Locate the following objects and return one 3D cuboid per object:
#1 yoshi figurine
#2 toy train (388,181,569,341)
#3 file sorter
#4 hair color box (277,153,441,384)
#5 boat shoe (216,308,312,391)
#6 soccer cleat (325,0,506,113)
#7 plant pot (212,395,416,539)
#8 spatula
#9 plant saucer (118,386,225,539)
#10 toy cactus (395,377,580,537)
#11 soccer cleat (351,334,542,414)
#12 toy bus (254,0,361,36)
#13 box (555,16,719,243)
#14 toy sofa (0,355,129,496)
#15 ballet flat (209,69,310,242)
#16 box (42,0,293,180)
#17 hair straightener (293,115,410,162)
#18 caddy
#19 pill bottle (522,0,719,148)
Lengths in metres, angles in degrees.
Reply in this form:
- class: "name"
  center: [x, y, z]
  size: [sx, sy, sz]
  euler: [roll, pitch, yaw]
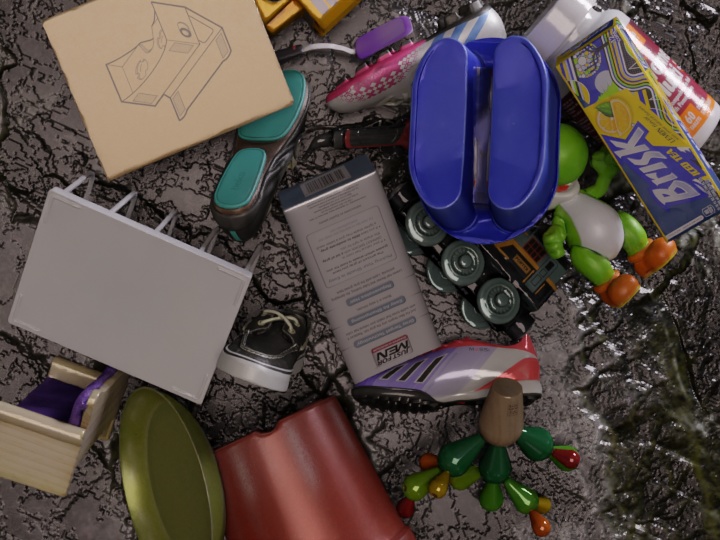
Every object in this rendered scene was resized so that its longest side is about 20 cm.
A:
- class: "yoshi figurine"
  center: [0.222, -0.067, 1.104]
  size: [0.200, 0.112, 0.112]
  euler: [49, 121, 4]
- class: "toy train"
  center: [0.119, -0.027, 1.134]
  size: [0.114, 0.085, 0.200]
  euler: [-43, 91, -15]
- class: "file sorter"
  center: [-0.211, 0.008, 1.078]
  size: [0.197, 0.125, 0.140]
  euler: [23, 109, -4]
- class: "hair color box"
  center: [0.000, 0.000, 1.101]
  size: [0.098, 0.061, 0.202]
  euler: [-22, 114, -2]
- class: "boat shoe"
  center: [-0.087, 0.068, 1.060]
  size: [0.070, 0.200, 0.065]
  euler: [20, 95, 3]
- class: "soccer cleat"
  center: [0.063, -0.195, 1.127]
  size: [0.198, 0.070, 0.087]
  euler: [-29, 100, 0]
- class: "plant pot"
  center: [-0.052, 0.240, 1.082]
  size: [0.198, 0.201, 0.198]
  euler: [-24, 85, -2]
- class: "spatula"
  center: [-0.043, -0.224, 1.133]
  size: [0.197, 0.057, 0.021]
  euler: [-11, 124, 4]
- class: "plant saucer"
  center: [-0.180, 0.210, 1.080]
  size: [0.031, 0.199, 0.204]
  euler: [-10, 93, -34]
- class: "toy cactus"
  center: [0.135, 0.187, 1.111]
  size: [0.196, 0.103, 0.167]
  euler: [-2, 124, -7]
- class: "soccer cleat"
  center: [0.088, 0.106, 1.147]
  size: [0.196, 0.068, 0.074]
  euler: [-3, 72, -2]
- class: "toy bus"
  center: [-0.021, -0.308, 1.121]
  size: [0.200, 0.065, 0.078]
  euler: [-43, 95, -2]
- class: "box"
  center: [0.265, -0.132, 1.043]
  size: [0.070, 0.064, 0.201]
  euler: [-31, 100, 22]
- class: "toy sofa"
  center: [-0.281, 0.129, 1.052]
  size: [0.082, 0.200, 0.099]
  euler: [18, 97, -3]
- class: "ballet flat"
  center: [-0.099, -0.111, 1.110]
  size: [0.067, 0.069, 0.202]
  euler: [10, 54, 19]
- class: "box"
  center: [-0.185, -0.201, 1.072]
  size: [0.197, 0.021, 0.166]
  euler: [-23, 100, -3]
- class: "hair straightener"
  center: [0.021, -0.133, 1.124]
  size: [0.197, 0.077, 0.042]
  euler: [-12, 105, -21]
- class: "caddy"
  center: [0.119, -0.128, 1.055]
  size: [0.139, 0.105, 0.204]
  euler: [2, 84, 14]
- class: "pill bottle"
  center: [0.256, -0.189, 1.118]
  size: [0.200, 0.110, 0.110]
  euler: [42, 89, -4]
